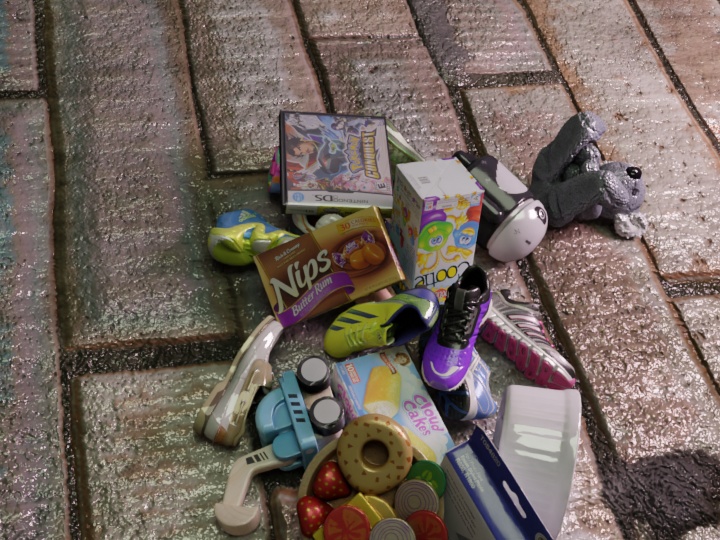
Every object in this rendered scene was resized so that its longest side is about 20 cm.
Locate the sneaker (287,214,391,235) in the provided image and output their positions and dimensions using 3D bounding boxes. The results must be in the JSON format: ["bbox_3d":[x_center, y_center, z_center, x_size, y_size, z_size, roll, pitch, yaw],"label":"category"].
[{"bbox_3d":[-0.014,-0.065,1.553,0.197,0.080,0.079,5,51,-10],"label":"sneaker"}]

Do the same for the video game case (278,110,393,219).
[{"bbox_3d":[-0.040,-0.172,1.556,0.178,0.026,0.202,2,55,-9],"label":"video game case"}]

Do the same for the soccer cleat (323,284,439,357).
[{"bbox_3d":[0.023,0.083,1.387,0.065,0.198,0.084,53,30,-22],"label":"soccer cleat"}]

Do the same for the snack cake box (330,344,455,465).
[{"bbox_3d":[0.047,0.214,1.357,0.114,0.068,0.201,-15,58,-21],"label":"snack cake box"}]

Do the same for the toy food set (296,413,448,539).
[{"bbox_3d":[0.016,0.302,1.239,0.200,0.049,0.198,-42,81,0],"label":"toy food set"}]

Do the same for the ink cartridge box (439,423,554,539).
[{"bbox_3d":[0.158,0.323,1.212,0.040,0.201,0.201,-18,57,-24],"label":"ink cartridge box"}]

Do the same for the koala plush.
[{"bbox_3d":[0.411,-0.145,1.675,0.198,0.184,0.180,8,57,-33],"label":"koala plush"}]

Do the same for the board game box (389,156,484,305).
[{"bbox_3d":[0.110,-0.054,1.479,0.102,0.202,0.105,-9,38,-19],"label":"board game box"}]

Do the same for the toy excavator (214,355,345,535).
[{"bbox_3d":[-0.112,0.237,1.303,0.197,0.100,0.196,-17,56,-7],"label":"toy excavator"}]

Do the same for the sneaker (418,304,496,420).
[{"bbox_3d":[0.143,0.140,1.444,0.076,0.076,0.202,16,44,-33],"label":"sneaker"}]

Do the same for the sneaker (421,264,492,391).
[{"bbox_3d":[0.135,0.071,1.371,0.069,0.100,0.201,15,51,15],"label":"sneaker"}]

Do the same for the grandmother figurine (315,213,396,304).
[{"bbox_3d":[0.000,0.000,1.474,0.121,0.061,0.201,-33,86,-23],"label":"grandmother figurine"}]

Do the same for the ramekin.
[{"bbox_3d":[0.224,0.249,1.290,0.096,0.202,0.202,10,51,7],"label":"ramekin"}]

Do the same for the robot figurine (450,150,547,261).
[{"bbox_3d":[0.216,-0.108,1.599,0.150,0.125,0.200,-34,72,-33],"label":"robot figurine"}]

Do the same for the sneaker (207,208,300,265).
[{"bbox_3d":[-0.138,-0.052,1.519,0.197,0.076,0.106,12,39,-16],"label":"sneaker"}]

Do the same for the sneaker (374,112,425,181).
[{"bbox_3d":[0.062,-0.175,1.676,0.088,0.077,0.200,-40,67,0],"label":"sneaker"}]

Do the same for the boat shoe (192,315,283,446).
[{"bbox_3d":[-0.155,0.156,1.361,0.068,0.075,0.201,28,61,6],"label":"boat shoe"}]

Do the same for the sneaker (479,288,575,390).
[{"bbox_3d":[0.259,0.098,1.487,0.087,0.074,0.199,-38,63,-26],"label":"sneaker"}]

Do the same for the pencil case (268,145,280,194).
[{"bbox_3d":[-0.054,-0.149,1.601,0.197,0.089,0.089,10,51,-1],"label":"pencil case"}]

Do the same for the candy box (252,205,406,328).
[{"bbox_3d":[-0.046,-0.004,1.428,0.198,0.056,0.118,-21,87,9],"label":"candy box"}]
